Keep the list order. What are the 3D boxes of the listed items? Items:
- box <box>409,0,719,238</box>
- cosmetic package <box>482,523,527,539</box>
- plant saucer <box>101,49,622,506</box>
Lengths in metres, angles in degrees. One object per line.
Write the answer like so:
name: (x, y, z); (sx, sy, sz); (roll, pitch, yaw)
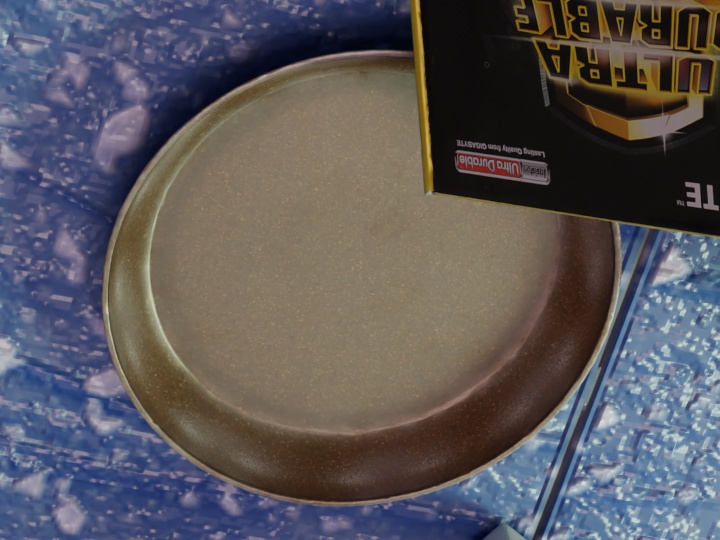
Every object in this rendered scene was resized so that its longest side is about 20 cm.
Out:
box: (0.101, -0.095, 0.931); (0.049, 0.200, 0.160); (-17, 110, -43)
cosmetic package: (0.065, 0.251, 1.178); (0.200, 0.123, 0.199); (-43, 118, 14)
plant saucer: (0.000, 0.000, 1.075); (0.200, 0.032, 0.200); (-4, 121, -6)
